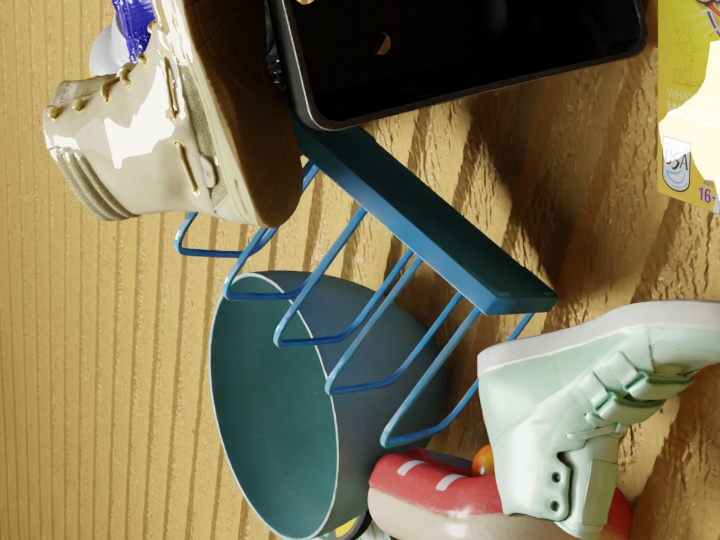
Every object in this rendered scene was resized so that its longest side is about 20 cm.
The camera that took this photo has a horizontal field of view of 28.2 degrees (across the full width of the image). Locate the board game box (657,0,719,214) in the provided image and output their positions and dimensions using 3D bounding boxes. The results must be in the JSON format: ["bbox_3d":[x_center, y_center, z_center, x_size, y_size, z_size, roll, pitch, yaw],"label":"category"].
[{"bbox_3d":[0.203,-0.118,0.671,0.153,0.040,0.203,29,129,56],"label":"board game box"}]

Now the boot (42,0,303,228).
[{"bbox_3d":[-0.125,-0.119,0.835,0.154,0.073,0.202,2,120,34],"label":"boot"}]

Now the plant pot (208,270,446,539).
[{"bbox_3d":[-0.013,0.091,1.095,0.199,0.133,0.203,26,121,54],"label":"plant pot"}]

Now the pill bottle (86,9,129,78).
[{"bbox_3d":[-0.210,-0.173,1.383,0.113,0.111,0.201,62,151,24],"label":"pill bottle"}]

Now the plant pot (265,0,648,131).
[{"bbox_3d":[0.022,-0.191,0.840,0.177,0.197,0.203,177,78,-75],"label":"plant pot"}]

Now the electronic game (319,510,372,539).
[{"bbox_3d":[-0.034,0.139,1.258,0.199,0.041,0.203,26,120,58],"label":"electronic game"}]

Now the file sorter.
[{"bbox_3d":[0.000,0.000,0.915,0.200,0.138,0.123,42,104,18],"label":"file sorter"}]

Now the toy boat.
[{"bbox_3d":[0.098,0.133,0.956,0.199,0.129,0.132,6,80,62],"label":"toy boat"}]

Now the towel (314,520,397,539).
[{"bbox_3d":[-0.004,0.271,1.312,0.199,0.023,0.155,-12,92,64],"label":"towel"}]

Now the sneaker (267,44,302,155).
[{"bbox_3d":[-0.067,-0.131,1.055,0.075,0.200,0.089,-1,103,18],"label":"sneaker"}]

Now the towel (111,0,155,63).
[{"bbox_3d":[-0.149,-0.219,1.230,0.146,0.049,0.203,-16,91,26],"label":"towel"}]

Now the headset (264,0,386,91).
[{"bbox_3d":[-0.046,-0.170,0.975,0.123,0.201,0.094,28,154,-4],"label":"headset"}]

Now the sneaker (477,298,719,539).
[{"bbox_3d":[0.150,0.085,0.794,0.199,0.073,0.120,-22,68,47],"label":"sneaker"}]
